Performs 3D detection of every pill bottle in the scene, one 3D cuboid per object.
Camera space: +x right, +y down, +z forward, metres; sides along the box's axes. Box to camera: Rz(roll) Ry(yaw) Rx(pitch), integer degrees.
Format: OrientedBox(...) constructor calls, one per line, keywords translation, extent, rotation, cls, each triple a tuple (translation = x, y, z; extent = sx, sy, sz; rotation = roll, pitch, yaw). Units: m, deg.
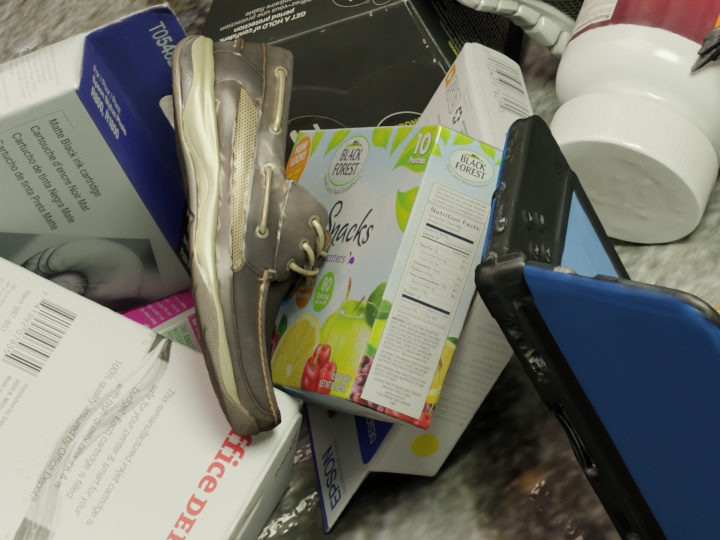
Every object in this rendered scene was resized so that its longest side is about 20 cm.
OrientedBox(translation=(0.168, -0.121, 1.460), extent=(0.109, 0.110, 0.201), rotation=(-3, 52, 38), cls="pill bottle")

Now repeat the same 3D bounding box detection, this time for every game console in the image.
OrientedBox(translation=(0.144, 0.041, 1.197), extent=(0.118, 0.200, 0.171), rotation=(-14, 37, 24), cls="game console")

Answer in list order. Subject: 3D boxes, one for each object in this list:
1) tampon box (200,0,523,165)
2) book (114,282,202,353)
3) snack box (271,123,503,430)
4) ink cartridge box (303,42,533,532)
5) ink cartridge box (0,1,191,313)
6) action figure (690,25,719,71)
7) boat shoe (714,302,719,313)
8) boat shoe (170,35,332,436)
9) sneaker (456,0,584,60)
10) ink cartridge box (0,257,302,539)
OrientedBox(translation=(0.007, -0.155, 1.633), extent=(0.149, 0.127, 0.201), rotation=(-16, 37, 26), cls="tampon box")
OrientedBox(translation=(-0.152, 0.042, 1.523), extent=(0.199, 0.048, 0.134), rotation=(-27, 20, -13), cls="book")
OrientedBox(translation=(0.000, 0.000, 1.394), extent=(0.200, 0.053, 0.143), rotation=(4, 73, 68), cls="snack box")
OrientedBox(translation=(0.034, 0.011, 1.434), extent=(0.201, 0.047, 0.198), rotation=(-60, 22, 28), cls="ink cartridge box")
OrientedBox(translation=(-0.159, -0.039, 1.428), extent=(0.199, 0.200, 0.041), rotation=(-21, 56, 5), cls="ink cartridge box")
OrientedBox(translation=(0.244, -0.084, 1.365), extent=(0.118, 0.102, 0.201), rotation=(-28, 49, 2), cls="action figure")
OrientedBox(translation=(0.217, 0.008, 1.253), extent=(0.200, 0.069, 0.074), rotation=(-26, 51, 45), cls="boat shoe")
OrientedBox(translation=(-0.050, -0.021, 1.344), extent=(0.073, 0.201, 0.075), rotation=(-6, -5, -4), cls="boat shoe")
OrientedBox(translation=(0.095, -0.187, 1.527), extent=(0.091, 0.200, 0.078), rotation=(-47, 53, 19), cls="sneaker")
OrientedBox(translation=(-0.149, 0.099, 1.381), extent=(0.199, 0.084, 0.145), rotation=(25, 58, 10), cls="ink cartridge box")
